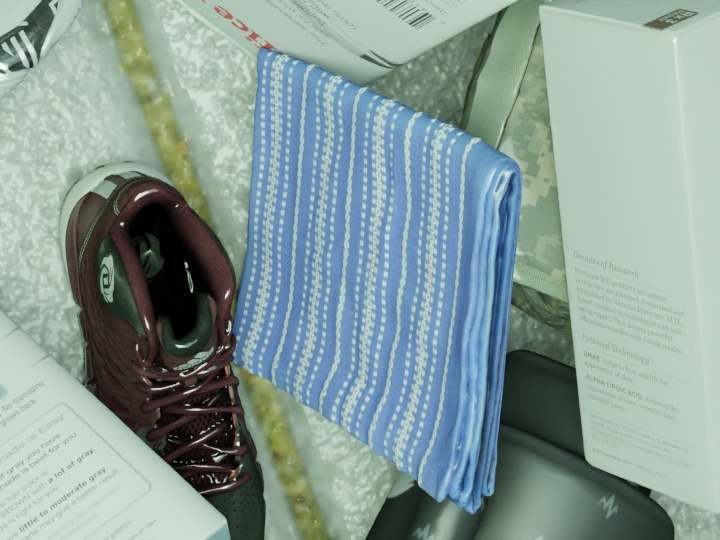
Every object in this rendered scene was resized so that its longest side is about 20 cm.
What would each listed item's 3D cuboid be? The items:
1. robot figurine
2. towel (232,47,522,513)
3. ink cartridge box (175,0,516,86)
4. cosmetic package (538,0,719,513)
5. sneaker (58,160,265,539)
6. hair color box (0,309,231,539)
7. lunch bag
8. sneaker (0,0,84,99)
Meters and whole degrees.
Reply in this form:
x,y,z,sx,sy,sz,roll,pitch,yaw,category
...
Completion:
x,y,z,sx,sy,sz,roll,pitch,yaw,category
0.061,0.139,1.135,0.150,0.125,0.200,30,80,-21,robot figurine
0.000,0.000,1.071,0.024,0.200,0.145,-4,108,-31,towel
-0.014,-0.157,1.072,0.145,0.200,0.083,36,70,-14,ink cartridge box
0.143,-0.020,1.036,0.113,0.081,0.200,-21,113,-34,cosmetic package
-0.079,0.053,1.105,0.076,0.116,0.200,-17,96,-15,sneaker
-0.148,0.086,1.045,0.099,0.200,0.061,-37,146,-21,hair color box
0.109,-0.054,1.124,0.200,0.117,0.164,26,83,-46,lunch bag
-0.205,-0.098,1.085,0.200,0.075,0.115,-45,105,-7,sneaker
